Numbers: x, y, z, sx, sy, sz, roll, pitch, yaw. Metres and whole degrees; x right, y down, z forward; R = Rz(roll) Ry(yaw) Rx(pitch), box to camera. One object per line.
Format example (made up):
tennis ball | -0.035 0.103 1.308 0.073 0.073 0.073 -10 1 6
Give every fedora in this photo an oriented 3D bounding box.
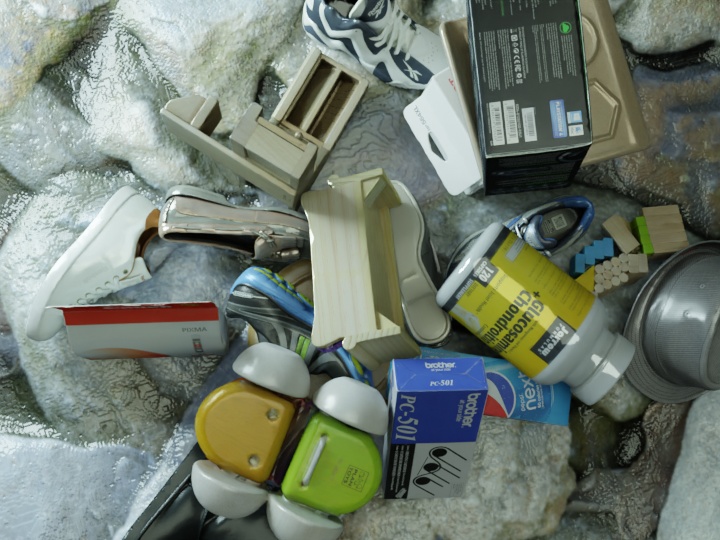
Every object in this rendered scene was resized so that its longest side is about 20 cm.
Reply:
fedora | 0.398 0.067 1.030 0.177 0.090 0.201 38 85 -22

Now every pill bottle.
pill bottle | 0.187 0.049 0.971 0.200 0.112 0.112 38 82 4

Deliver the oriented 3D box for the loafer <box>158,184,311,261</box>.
loafer | -0.128 -0.037 1.023 0.198 0.072 0.063 15 57 -4

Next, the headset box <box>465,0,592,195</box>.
headset box | 0.151 -0.172 0.848 0.092 0.200 0.176 -5 83 7

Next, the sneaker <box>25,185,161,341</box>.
sneaker | -0.287 0.006 1.012 0.084 0.073 0.201 35 81 2

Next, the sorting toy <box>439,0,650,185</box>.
sorting toy | 0.195 -0.194 0.971 0.198 0.036 0.187 -15 86 -10

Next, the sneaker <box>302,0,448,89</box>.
sneaker | 0.029 -0.279 1.041 0.198 0.130 0.080 30 83 -2

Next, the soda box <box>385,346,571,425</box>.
soda box | 0.133 0.129 1.026 0.198 0.068 0.065 9 83 -12

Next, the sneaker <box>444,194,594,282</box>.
sneaker | 0.184 -0.033 1.051 0.199 0.085 0.077 -33 88 -7

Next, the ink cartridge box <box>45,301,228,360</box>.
ink cartridge box | -0.222 0.065 0.948 0.161 0.200 0.051 -2 84 -5

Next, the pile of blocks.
pile of blocks | 0.294 -0.009 1.075 0.199 0.062 0.082 -30 77 -15

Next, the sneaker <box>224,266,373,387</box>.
sneaker | -0.065 0.081 1.008 0.199 0.071 0.083 40 102 -2

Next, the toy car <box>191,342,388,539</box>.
toy car | -0.072 0.179 0.957 0.199 0.150 0.176 23 88 0

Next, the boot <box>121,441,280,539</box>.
boot | -0.162 0.298 0.995 0.162 0.073 0.199 38 78 0

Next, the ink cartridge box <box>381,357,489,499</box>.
ink cartridge box | 0.074 0.172 0.972 0.093 0.201 0.044 0 45 -5

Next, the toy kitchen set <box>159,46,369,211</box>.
toy kitchen set | -0.096 -0.189 0.985 0.162 0.200 0.181 30 82 -2

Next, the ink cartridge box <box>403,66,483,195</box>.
ink cartridge box | 0.164 -0.186 1.045 0.199 0.125 0.129 -32 88 -8

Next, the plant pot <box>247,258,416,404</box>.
plant pot | -0.031 0.079 1.051 0.198 0.027 0.202 0 85 -4

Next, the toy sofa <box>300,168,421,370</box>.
toy sofa | 0.000 0.000 0.982 0.097 0.083 0.202 -13 66 15

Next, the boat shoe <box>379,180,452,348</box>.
boat shoe | 0.058 -0.004 1.055 0.066 0.057 0.202 -19 74 6
